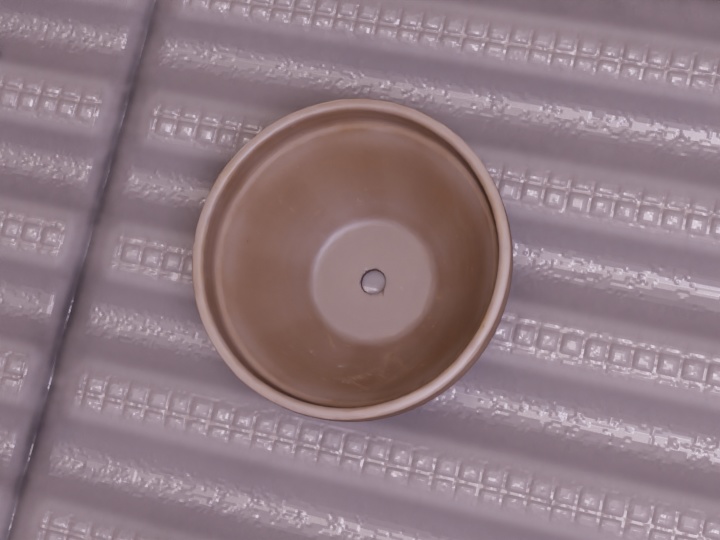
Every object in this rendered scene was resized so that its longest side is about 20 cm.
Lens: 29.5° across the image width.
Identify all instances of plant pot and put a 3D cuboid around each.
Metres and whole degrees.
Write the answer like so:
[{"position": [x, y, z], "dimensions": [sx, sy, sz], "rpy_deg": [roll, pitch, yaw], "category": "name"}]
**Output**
[{"position": [0.000, 0.000, 0.873], "dimensions": [0.201, 0.093, 0.201], "rpy_deg": [-2, 77, 10], "category": "plant pot"}]
